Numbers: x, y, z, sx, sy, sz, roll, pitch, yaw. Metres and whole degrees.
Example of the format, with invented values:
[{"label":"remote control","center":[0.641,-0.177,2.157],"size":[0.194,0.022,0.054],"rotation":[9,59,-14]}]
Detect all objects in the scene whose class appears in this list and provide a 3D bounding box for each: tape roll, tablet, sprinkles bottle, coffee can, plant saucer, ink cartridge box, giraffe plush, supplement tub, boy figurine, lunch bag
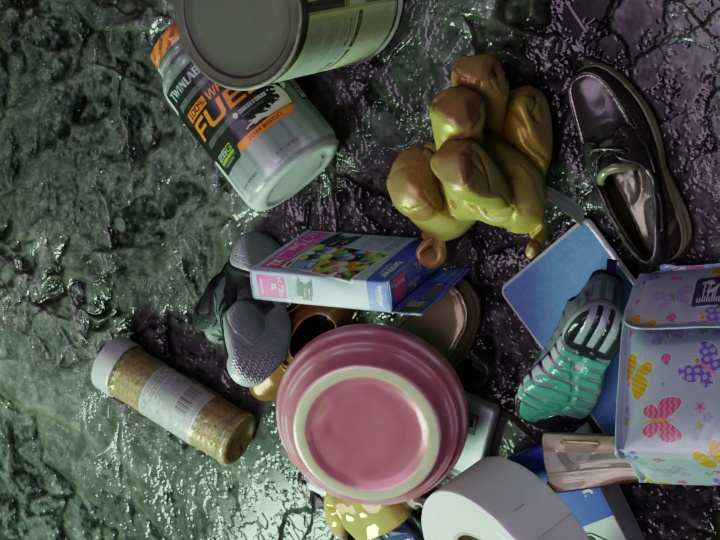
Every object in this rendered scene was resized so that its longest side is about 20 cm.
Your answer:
[{"label":"tape roll","center":[0.151,0.289,1.616],"size":[0.202,0.070,0.204],"rotation":[40,147,33]},{"label":"tablet","center":[0.239,0.062,1.599],"size":[0.130,0.014,0.201],"rotation":[-42,79,33]},{"label":"sprinkles bottle","center":[-0.216,0.150,1.865],"size":[0.199,0.068,0.069],"rotation":[29,116,22]},{"label":"coffee can","center":[-0.067,-0.262,1.586],"size":[0.145,0.200,0.148],"rotation":[8,107,29]},{"label":"plant saucer","center":[0.009,0.154,1.633],"size":[0.198,0.051,0.203],"rotation":[3,113,7]},{"label":"ink cartridge box","center":[0.229,0.264,1.639],"size":[0.094,0.044,0.202],"rotation":[-27,88,32]},{"label":"giraffe plush","center":[0.099,-0.091,1.579],"size":[0.161,0.173,0.200],"rotation":[-14,127,43]},{"label":"supplement tub","center":[-0.124,-0.174,1.691],"size":[0.201,0.122,0.123],"rotation":[51,122,10]},{"label":"boy figurine","center":[0.010,0.252,1.731],"size":[0.124,0.064,0.201],"rotation":[-35,83,29]},{"label":"ink cartridge box","center":[0.000,0.000,1.662],"size":[0.198,0.119,0.042],"rotation":[7,116,29]},{"label":"lunch bag","center":[0.323,0.086,1.467],"size":[0.168,0.127,0.202],"rotation":[-1,66,25]}]

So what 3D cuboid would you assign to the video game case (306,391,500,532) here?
[{"label":"video game case","center":[0.043,0.192,1.748],"size":[0.199,0.023,0.184],"rotation":[22,113,24]}]

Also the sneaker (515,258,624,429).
[{"label":"sneaker","center":[0.213,0.077,1.584],"size":[0.074,0.088,0.201],"rotation":[23,139,-4]}]

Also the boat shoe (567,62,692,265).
[{"label":"boat shoe","center":[0.248,-0.099,1.519],"size":[0.071,0.066,0.202],"rotation":[-25,89,34]}]

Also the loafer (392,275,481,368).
[{"label":"loafer","center":[0.052,0.094,1.671],"size":[0.076,0.067,0.201],"rotation":[38,105,19]}]

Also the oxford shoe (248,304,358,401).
[{"label":"oxford shoe","center":[-0.074,0.086,1.751],"size":[0.071,0.071,0.200],"rotation":[36,130,-4]}]

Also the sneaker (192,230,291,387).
[{"label":"sneaker","center":[-0.130,0.062,1.741],"size":[0.075,0.201,0.114],"rotation":[23,133,-22]}]

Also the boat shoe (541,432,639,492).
[{"label":"boat shoe","center":[0.273,0.169,1.558],"size":[0.198,0.072,0.066],"rotation":[-11,83,16]}]
